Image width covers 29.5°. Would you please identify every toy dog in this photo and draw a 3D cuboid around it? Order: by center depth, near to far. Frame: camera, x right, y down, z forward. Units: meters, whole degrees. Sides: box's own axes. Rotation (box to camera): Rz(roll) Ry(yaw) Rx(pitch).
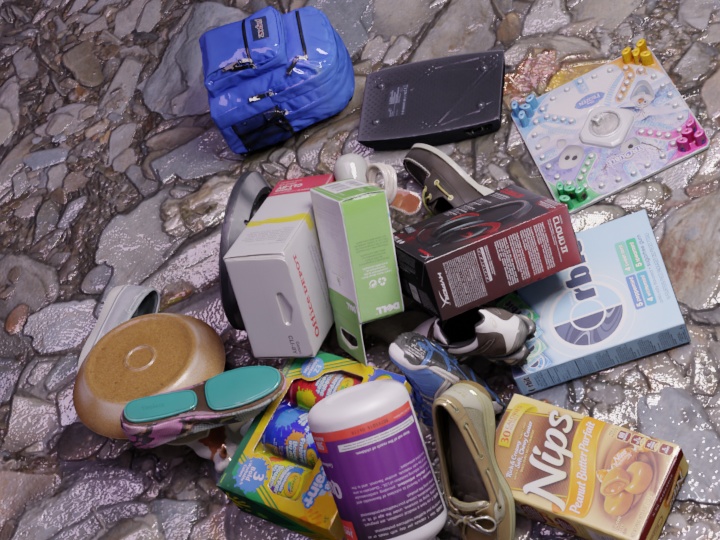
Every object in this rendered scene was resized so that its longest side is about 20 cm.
[{"bbox_3d":[0.040,-0.048,1.684,0.096,0.201,0.132,-15,13,-36],"label":"toy dog"}]

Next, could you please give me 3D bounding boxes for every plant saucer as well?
[{"bbox_3d":[-0.268,0.118,1.691,0.200,0.035,0.201,-10,44,10],"label":"plant saucer"}]

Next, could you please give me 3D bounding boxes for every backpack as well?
[{"bbox_3d":[-0.115,-0.276,1.908,0.199,0.168,0.163,-17,57,9],"label":"backpack"}]

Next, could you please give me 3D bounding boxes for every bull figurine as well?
[{"bbox_3d":[-0.198,0.172,1.687,0.200,0.065,0.122,19,59,28],"label":"bull figurine"}]

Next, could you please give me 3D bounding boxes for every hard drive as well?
[{"bbox_3d":[0.099,-0.226,1.847,0.199,0.042,0.135,-7,54,21],"label":"hard drive"}]

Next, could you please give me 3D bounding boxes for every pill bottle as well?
[{"bbox_3d":[0.023,0.224,1.455,0.112,0.201,0.112,-18,6,2],"label":"pill bottle"}]

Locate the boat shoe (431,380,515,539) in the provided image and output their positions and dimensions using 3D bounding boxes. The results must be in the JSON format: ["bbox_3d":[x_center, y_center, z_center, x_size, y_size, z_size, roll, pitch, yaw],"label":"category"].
[{"bbox_3d":[0.113,0.218,1.428,0.073,0.201,0.063,4,18,37],"label":"boat shoe"}]

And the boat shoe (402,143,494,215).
[{"bbox_3d":[0.115,-0.092,1.723,0.061,0.072,0.201,-41,52,-12],"label":"boat shoe"}]

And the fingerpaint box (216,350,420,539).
[{"bbox_3d":[-0.044,0.201,1.585,0.167,0.073,0.200,15,64,33],"label":"fingerpaint box"}]

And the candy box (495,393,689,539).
[{"bbox_3d":[0.232,0.217,1.453,0.200,0.055,0.116,16,66,33],"label":"candy box"}]

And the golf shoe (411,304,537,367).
[{"bbox_3d":[0.105,0.069,1.567,0.200,0.094,0.078,-13,59,47],"label":"golf shoe"}]

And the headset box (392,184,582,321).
[{"bbox_3d":[0.145,-0.028,1.562,0.200,0.075,0.149,-22,19,-12],"label":"headset box"}]

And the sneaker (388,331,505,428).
[{"bbox_3d":[0.086,0.133,1.495,0.077,0.200,0.076,-44,46,6],"label":"sneaker"}]

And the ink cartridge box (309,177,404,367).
[{"bbox_3d":[0.000,0.000,1.594,0.059,0.201,0.104,-15,16,-18],"label":"ink cartridge box"}]

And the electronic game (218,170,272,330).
[{"bbox_3d":[-0.140,-0.025,1.714,0.041,0.200,0.200,4,58,12],"label":"electronic game"}]

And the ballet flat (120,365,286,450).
[{"bbox_3d":[-0.179,0.165,1.600,0.199,0.071,0.069,-15,41,0],"label":"ballet flat"}]

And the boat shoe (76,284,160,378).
[{"bbox_3d":[-0.312,0.101,1.789,0.071,0.070,0.201,-6,52,26],"label":"boat shoe"}]

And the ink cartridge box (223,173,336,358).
[{"bbox_3d":[-0.079,-0.006,1.659,0.083,0.145,0.200,-4,29,21],"label":"ink cartridge box"}]

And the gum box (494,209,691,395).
[{"bbox_3d":[0.259,0.036,1.579,0.200,0.045,0.170,-19,50,11],"label":"gum box"}]

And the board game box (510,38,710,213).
[{"bbox_3d":[0.309,-0.186,1.729,0.200,0.026,0.200,-26,49,6],"label":"board game box"}]
